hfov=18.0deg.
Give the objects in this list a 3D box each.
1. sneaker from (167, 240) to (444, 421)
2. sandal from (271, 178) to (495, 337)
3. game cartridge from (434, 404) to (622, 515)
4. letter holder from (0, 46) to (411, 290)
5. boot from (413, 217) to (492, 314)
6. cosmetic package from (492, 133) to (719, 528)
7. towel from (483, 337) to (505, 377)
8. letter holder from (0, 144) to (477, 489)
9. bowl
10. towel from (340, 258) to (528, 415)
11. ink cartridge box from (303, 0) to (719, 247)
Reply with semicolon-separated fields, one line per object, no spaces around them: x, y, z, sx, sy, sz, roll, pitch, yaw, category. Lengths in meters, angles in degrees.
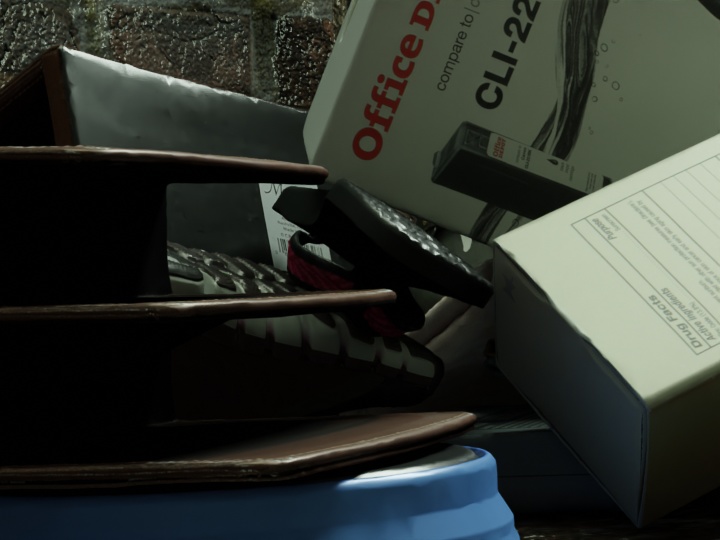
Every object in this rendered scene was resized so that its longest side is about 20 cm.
-0.062;0.055;0.929;0.199;0.116;0.076;18;8;-38;sneaker
0.000;0.000;0.917;0.075;0.045;0.200;37;-6;-12;sandal
0.072;0.079;0.971;0.132;0.042;0.200;-7;-2;16;game cartridge
-0.098;-0.009;1.053;0.142;0.101;0.199;-30;-28;37;letter holder
0.047;-0.036;1.186;0.077;0.139;0.200;-4;7;6;boot
0.158;0.003;0.858;0.199;0.071;0.105;-24;48;-18;cosmetic package
0.169;0.056;0.956;0.199;0.022;0.146;11;2;38;towel
-0.048;0.012;0.731;0.141;0.101;0.200;-1;0;19;letter holder
-0.048;0.081;0.734;0.199;0.040;0.201;-3;-1;0;bowl
0.098;0.044;1.103;0.199;0.032;0.191;-2;-27;-34;towel
0.091;-0.078;0.954;0.199;0.145;0.084;21;12;-6;ink cartridge box
